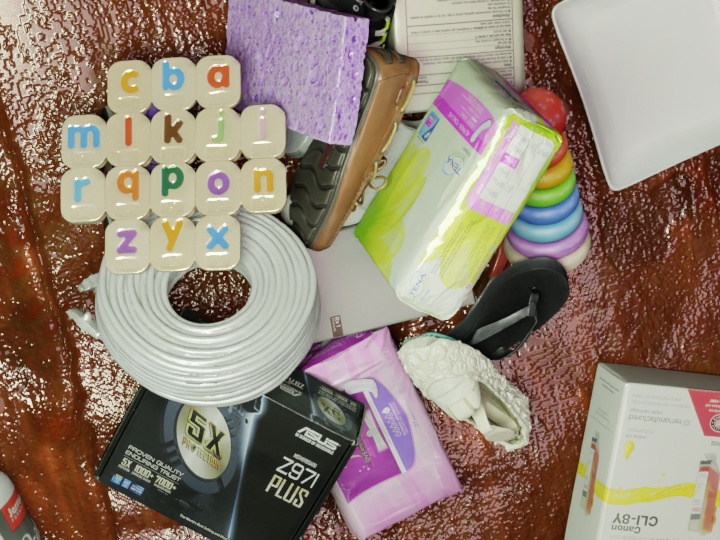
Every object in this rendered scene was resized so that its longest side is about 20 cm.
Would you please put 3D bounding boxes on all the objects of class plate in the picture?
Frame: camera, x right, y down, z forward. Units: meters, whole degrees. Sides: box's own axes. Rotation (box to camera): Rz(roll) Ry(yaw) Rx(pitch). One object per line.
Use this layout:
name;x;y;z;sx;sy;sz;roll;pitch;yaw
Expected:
plate;0.301;-0.206;1.821;0.199;0.032;0.200;-24;107;-8

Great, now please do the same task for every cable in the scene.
cable;-0.135;0.023;1.630;0.200;0.069;0.200;-38;66;-23

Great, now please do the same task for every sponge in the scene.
sponge;-0.063;-0.185;1.644;0.030;0.200;0.112;-1;105;-35

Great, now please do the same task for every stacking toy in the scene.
stacking toy;0.172;-0.091;1.731;0.085;0.085;0.200;-19;135;-10

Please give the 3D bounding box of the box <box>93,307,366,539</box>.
box;-0.120;0.160;1.719;0.200;0.086;0.164;29;112;-5

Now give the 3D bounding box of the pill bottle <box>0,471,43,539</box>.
pill bottle;-0.357;0.256;1.708;0.116;0.116;0.200;-27;108;-8

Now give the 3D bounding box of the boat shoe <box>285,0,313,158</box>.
boat shoe;-0.034;-0.201;1.725;0.057;0.069;0.200;12;94;-51

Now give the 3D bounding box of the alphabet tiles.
alphabet tiles;-0.164;-0.092;1.617;0.200;0.015;0.196;-3;77;5

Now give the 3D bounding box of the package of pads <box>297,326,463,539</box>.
package of pads;0.006;0.155;1.801;0.120;0.076;0.200;-27;107;-6

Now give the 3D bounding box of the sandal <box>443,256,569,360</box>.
sandal;0.132;0.063;1.786;0.076;0.043;0.200;25;124;-32

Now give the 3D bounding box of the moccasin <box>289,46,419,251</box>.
moccasin;-0.005;-0.106;1.651;0.078;0.074;0.201;4;115;-39

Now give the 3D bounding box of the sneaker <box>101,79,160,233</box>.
sneaker;-0.194;-0.093;1.706;0.083;0.081;0.200;-8;114;-26

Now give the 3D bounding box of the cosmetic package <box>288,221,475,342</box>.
cosmetic package;0.000;0.000;1.761;0.200;0.090;0.107;-15;102;-8

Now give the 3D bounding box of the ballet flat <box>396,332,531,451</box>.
ballet flat;0.111;0.123;1.785;0.072;0.072;0.200;-54;136;2

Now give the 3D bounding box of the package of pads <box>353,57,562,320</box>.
package of pads;0.084;-0.072;1.627;0.068;0.155;0.200;24;106;-25

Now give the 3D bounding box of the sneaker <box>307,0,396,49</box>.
sneaker;-0.006;-0.223;1.639;0.072;0.083;0.200;-18;112;-26

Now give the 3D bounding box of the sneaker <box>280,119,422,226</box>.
sneaker;0.011;-0.105;1.742;0.200;0.075;0.089;-22;121;-19

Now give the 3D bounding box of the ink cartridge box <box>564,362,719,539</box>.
ink cartridge box;0.305;0.206;1.887;0.145;0.083;0.200;6;101;-16

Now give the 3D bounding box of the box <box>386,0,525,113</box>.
box;0.076;-0.255;1.711;0.128;0.109;0.200;-6;104;-14

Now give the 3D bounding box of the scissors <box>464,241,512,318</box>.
scissors;0.141;0.016;1.838;0.073;0.014;0.200;18;96;-18
